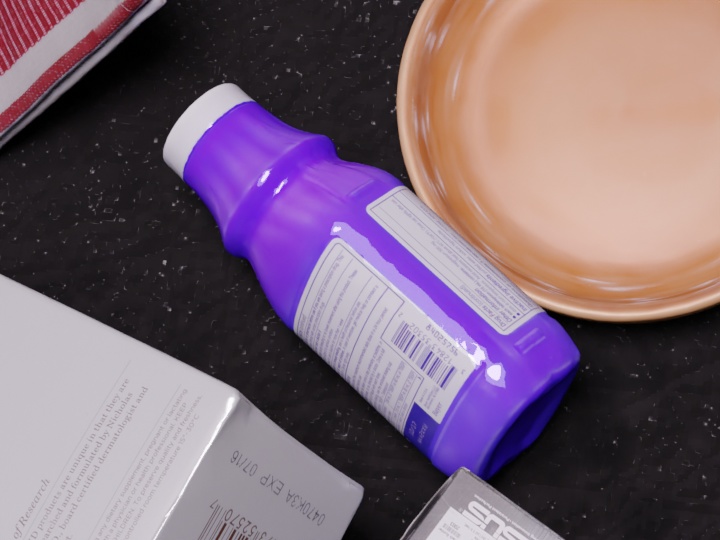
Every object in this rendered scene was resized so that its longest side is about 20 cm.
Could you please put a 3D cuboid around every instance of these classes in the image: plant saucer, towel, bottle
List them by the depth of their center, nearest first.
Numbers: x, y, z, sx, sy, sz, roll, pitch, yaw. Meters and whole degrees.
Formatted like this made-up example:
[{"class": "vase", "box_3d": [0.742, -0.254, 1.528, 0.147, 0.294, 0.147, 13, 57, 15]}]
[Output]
[{"class": "bottle", "box_3d": [0.000, 0.000, 0.948, 0.200, 0.084, 0.065, 42, 50, 17]}, {"class": "plant saucer", "box_3d": [0.116, -0.072, 0.973, 0.200, 0.037, 0.200, -2, 74, 8]}, {"class": "towel", "box_3d": [-0.169, -0.171, 1.004, 0.144, 0.023, 0.200, -36, 71, 38]}]

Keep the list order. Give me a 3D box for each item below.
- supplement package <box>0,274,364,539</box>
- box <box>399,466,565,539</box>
[{"class": "supplement package", "box_3d": [-0.122, 0.082, 0.898, 0.200, 0.117, 0.117, 23, 79, 34]}, {"class": "box", "box_3d": [0.110, 0.163, 0.848, 0.200, 0.158, 0.048, 35, 81, 15]}]
